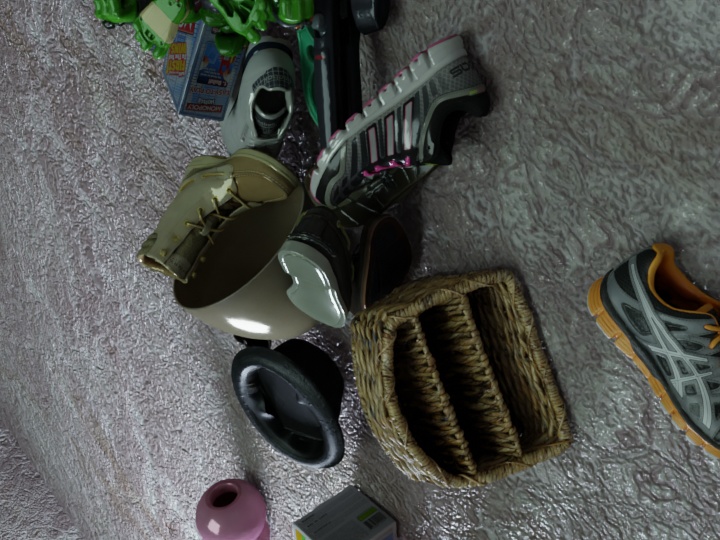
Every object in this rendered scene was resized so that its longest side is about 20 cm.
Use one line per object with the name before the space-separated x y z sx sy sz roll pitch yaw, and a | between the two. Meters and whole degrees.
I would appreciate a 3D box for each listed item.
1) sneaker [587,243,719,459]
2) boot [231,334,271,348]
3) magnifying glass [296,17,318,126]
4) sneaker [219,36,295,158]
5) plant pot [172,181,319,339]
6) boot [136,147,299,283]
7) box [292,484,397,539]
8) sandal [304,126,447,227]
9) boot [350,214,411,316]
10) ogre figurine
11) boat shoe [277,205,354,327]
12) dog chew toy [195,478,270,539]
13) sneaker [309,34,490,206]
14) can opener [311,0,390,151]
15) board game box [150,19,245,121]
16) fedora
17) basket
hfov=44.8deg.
sneaker | 0.261 0.065 0.666 0.200 0.078 0.077 49 135 19
boot | -0.171 0.017 1.150 0.200 0.070 0.147 48 -161 -50
magnifying glass | -0.051 -0.239 0.930 0.079 0.022 0.201 -2 109 55
sneaker | -0.115 -0.165 0.994 0.201 0.076 0.081 107 153 -52
plant pot | -0.105 0.005 1.045 0.200 0.201 0.135 8 147 51
boot | -0.167 -0.059 0.995 0.199 0.156 0.073 6 149 45
box | -0.016 0.433 1.254 0.101 0.112 0.201 28 134 43
sandal | 0.021 -0.107 0.900 0.200 0.055 0.082 -33 91 42
boot | 0.000 0.000 0.955 0.097 0.075 0.201 36 149 31
ogre figurine | -0.132 -0.252 0.826 0.199 0.120 0.099 -16 108 19
boat shoe | -0.037 0.002 0.902 0.071 0.061 0.201 22 160 10
dog chew toy | -0.216 0.466 1.549 0.124 0.124 0.201 25 138 43
sneaker | 0.038 -0.116 0.794 0.200 0.074 0.088 -42 84 19
can opener | -0.020 -0.207 0.837 0.078 0.063 0.202 22 110 52
board game box | -0.183 -0.278 0.971 0.200 0.061 0.202 28 110 48
fedora | -0.077 0.163 1.162 0.200 0.092 0.202 24 138 24
basket | 0.090 0.113 0.865 0.149 0.142 0.201 -5 108 55
